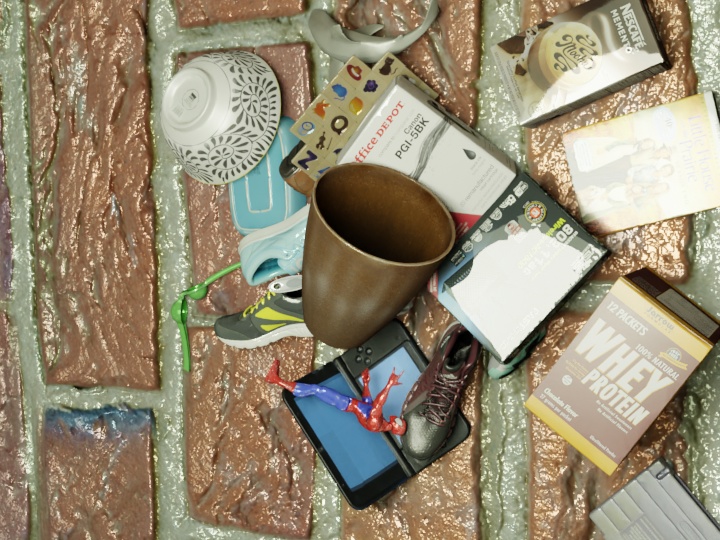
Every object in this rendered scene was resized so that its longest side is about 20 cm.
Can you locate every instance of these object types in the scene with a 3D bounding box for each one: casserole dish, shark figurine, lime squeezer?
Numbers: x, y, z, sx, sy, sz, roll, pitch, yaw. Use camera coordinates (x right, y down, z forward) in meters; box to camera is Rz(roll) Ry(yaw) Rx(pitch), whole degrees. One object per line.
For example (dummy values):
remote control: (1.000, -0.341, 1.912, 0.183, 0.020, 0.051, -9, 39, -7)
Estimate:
casserole dish: (-0.141, -0.134, 1.764, 0.120, 0.039, 0.202, -3, 91, 22)
shark figurine: (0.007, -0.320, 1.647, 0.213, 0.089, 0.129, -1, 68, 27)
lime squeezer: (-0.242, 0.051, 1.817, 0.070, 0.038, 0.201, 35, 105, 16)

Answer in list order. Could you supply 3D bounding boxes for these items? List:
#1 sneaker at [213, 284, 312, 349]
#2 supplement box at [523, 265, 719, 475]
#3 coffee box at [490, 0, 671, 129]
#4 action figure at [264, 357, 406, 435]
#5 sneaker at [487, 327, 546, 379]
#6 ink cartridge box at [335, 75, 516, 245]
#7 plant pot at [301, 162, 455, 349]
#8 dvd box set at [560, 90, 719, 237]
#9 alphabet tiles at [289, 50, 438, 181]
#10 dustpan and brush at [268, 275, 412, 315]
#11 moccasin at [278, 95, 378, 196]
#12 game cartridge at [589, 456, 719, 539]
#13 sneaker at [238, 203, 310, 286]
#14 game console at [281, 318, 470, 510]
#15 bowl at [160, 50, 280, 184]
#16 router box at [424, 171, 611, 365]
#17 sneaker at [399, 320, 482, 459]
sneaker: (-0.120, 0.052, 1.738, 0.198, 0.075, 0.085, -11, 117, 13)
supplement box: (0.331, 0.117, 1.501, 0.133, 0.200, 0.198, 39, 106, 15)
coffee box: (0.283, -0.274, 1.559, 0.199, 0.080, 0.114, -23, 84, 22)
action figure: (-0.019, 0.151, 1.640, 0.199, 0.065, 0.100, 27, 85, 4)
sneaker: (0.194, 0.033, 1.624, 0.139, 0.078, 0.201, 35, 96, 18)
ink cartridge box: (0.085, -0.138, 1.612, 0.199, 0.083, 0.147, 35, 107, -7)
plant pot: (0.000, 0.000, 1.552, 0.186, 0.187, 0.201, 36, 130, 16)
dvd box set: (0.370, -0.133, 1.561, 0.198, 0.029, 0.148, -13, 89, 23)
alphabet tiles: (0.006, -0.193, 1.653, 0.166, 0.006, 0.200, 35, 106, -28)
dustpan and brush: (-0.030, 0.006, 1.666, 0.198, 0.057, 0.141, -10, 90, -8)
moccasin: (-0.024, -0.185, 1.690, 0.202, 0.078, 0.074, -51, 37, 7)
game cartridge: (0.406, 0.359, 1.578, 0.130, 0.038, 0.200, -44, 78, 23)
sneaker: (-0.080, -0.032, 1.712, 0.199, 0.074, 0.083, -25, 54, 23)
game console: (0.023, 0.195, 1.676, 0.170, 0.118, 0.201, -37, 80, 20)
bowl: (-0.220, -0.232, 1.730, 0.199, 0.094, 0.203, -8, 74, 30)
router box: (0.198, -0.002, 1.552, 0.150, 0.062, 0.200, 44, 99, 15)
sneaker: (0.105, 0.155, 1.615, 0.075, 0.116, 0.201, 21, 85, 4)
